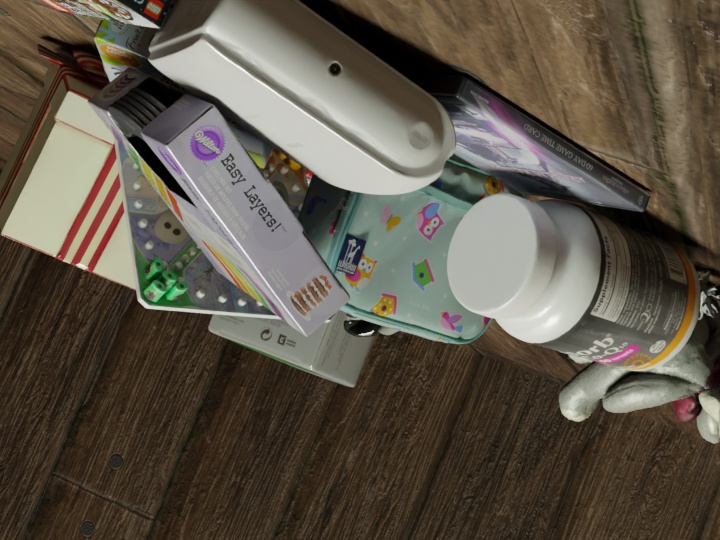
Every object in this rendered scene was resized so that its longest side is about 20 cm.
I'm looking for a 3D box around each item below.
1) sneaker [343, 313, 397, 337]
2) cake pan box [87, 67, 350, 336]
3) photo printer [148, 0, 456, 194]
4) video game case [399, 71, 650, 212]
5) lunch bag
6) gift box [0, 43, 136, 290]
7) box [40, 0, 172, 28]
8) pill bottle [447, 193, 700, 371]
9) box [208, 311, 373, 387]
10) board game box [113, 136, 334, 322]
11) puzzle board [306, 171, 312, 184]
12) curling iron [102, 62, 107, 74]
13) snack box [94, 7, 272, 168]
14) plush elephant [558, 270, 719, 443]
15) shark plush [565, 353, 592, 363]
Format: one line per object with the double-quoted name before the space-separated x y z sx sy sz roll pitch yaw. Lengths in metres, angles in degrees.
"sneaker" 0.000 0.000 1.357 0.075 0.116 0.200 26 178 -34
"cake pan box" -0.110 -0.058 1.091 0.184 0.052 0.200 28 157 56
"photo printer" -0.036 -0.120 0.991 0.200 0.070 0.166 33 171 -21
"video game case" 0.100 -0.096 1.069 0.200 0.019 0.143 27 173 -35
"lunch bag" 0.042 -0.033 1.201 0.200 0.161 0.077 19 -177 -40
"gift box" -0.269 -0.119 1.484 0.184 0.187 0.200 23 -166 -28
"box" -0.240 -0.232 0.994 0.136 0.038 0.200 17 172 45
"pill bottle" 0.171 0.008 1.158 0.200 0.117 0.116 16 180 -39
"box" -0.087 0.047 2.222 0.199 0.200 0.171 18 175 26
"board game box" -0.120 -0.053 1.322 0.200 0.200 0.026 6 149 -34
"puzzle board" -0.070 -0.112 1.587 0.200 0.017 0.151 18 173 43
"curling iron" -0.140 -0.161 1.320 0.200 0.026 0.050 18 137 5
"snack box" -0.136 -0.154 1.199 0.142 0.053 0.200 21 169 0
"plush elephant" 0.313 0.097 1.323 0.155 0.165 0.200 47 150 4
"shark plush" 0.281 0.049 1.460 0.200 0.083 0.091 11 149 39
